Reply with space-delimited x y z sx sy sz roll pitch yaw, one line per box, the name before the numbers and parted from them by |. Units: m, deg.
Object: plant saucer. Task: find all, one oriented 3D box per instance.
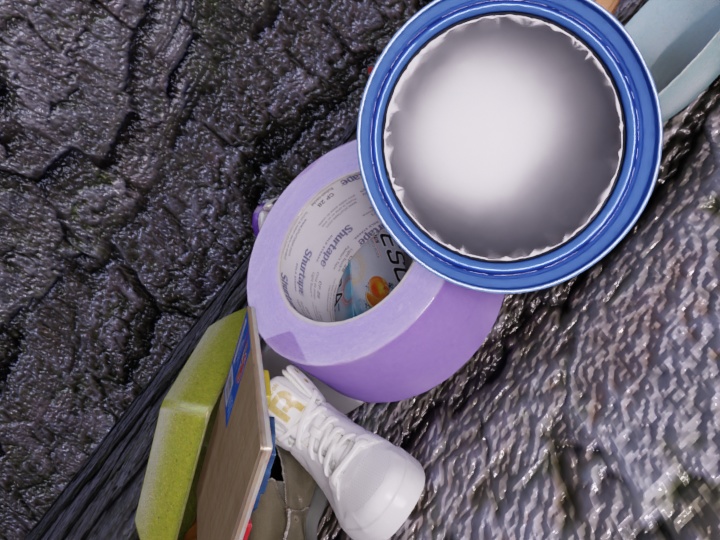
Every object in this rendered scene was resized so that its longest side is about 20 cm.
plant saucer | -0.155 0.149 0.856 0.200 0.047 0.201 -72 0 -64
plant saucer | 0.236 -0.164 0.686 0.201 0.039 0.201 -50 12 15
plant saucer | 0.153 -0.146 0.715 0.201 0.032 0.201 -60 -9 -16

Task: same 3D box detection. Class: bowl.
bowl | 0.097 -0.088 0.605 0.201 0.200 0.039 -51 3 7

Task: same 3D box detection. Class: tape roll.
tape roll | 0.012 -0.002 0.729 0.199 0.085 0.202 -18 55 28

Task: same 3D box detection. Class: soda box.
soda box | 0.000 0.000 0.852 0.068 0.063 0.202 -40 47 49

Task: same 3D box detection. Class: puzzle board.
puzzle board | -0.095 0.150 0.679 0.151 0.017 0.201 -105 30 -55

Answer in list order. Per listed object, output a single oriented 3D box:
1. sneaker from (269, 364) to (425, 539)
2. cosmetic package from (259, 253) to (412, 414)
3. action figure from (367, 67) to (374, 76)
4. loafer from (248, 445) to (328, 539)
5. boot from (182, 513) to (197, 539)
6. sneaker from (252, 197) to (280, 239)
sneaker | -0.030 0.130 0.672 0.074 0.115 0.200 -52 12 -10
cosmetic package | -0.018 0.040 0.921 0.085 0.107 0.201 -40 18 52
action figure | 0.043 -0.114 0.968 0.051 0.202 0.065 7 15 38
loafer | -0.074 0.210 0.717 0.075 0.069 0.200 -48 12 22
boot | -0.115 0.213 0.841 0.201 0.070 0.145 132 161 -67
sneaker | -0.084 -0.009 1.013 0.200 0.083 0.081 64 -141 -57
